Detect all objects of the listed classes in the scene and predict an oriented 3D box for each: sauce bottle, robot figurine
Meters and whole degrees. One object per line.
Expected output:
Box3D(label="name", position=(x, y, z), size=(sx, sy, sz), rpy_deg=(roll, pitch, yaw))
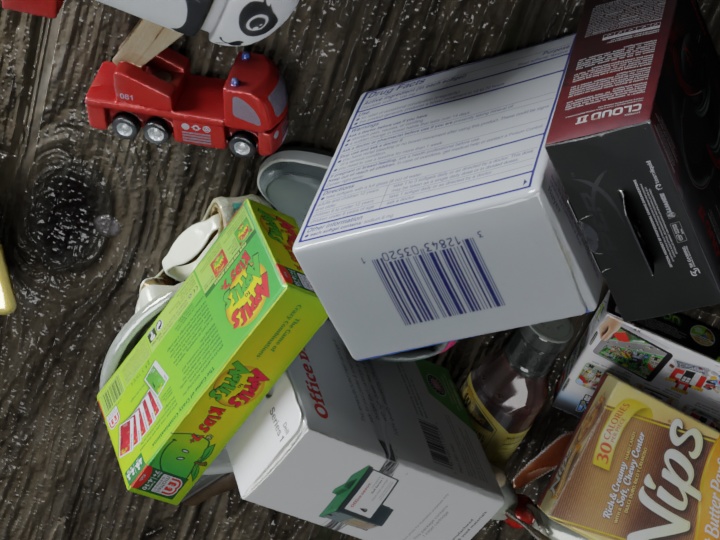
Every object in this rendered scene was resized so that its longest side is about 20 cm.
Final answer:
Box3D(label="sauce bottle", position=(0.106, 0.104, 1.635), size=(0.066, 0.066, 0.201), rpy_deg=(24, 129, -3))
Box3D(label="robot figurine", position=(-0.129, -0.224, 1.389), size=(0.199, 0.151, 0.125), rpy_deg=(20, 123, -9))

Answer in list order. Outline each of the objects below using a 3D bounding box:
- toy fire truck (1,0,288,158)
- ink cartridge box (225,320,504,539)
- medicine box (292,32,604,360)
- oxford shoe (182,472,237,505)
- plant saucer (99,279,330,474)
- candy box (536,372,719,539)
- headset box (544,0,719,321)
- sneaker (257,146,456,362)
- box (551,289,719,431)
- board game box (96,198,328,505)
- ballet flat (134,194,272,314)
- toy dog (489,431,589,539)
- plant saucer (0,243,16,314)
Box3D(label="toy fire truck", position=(-0.150, -0.158, 1.497), size=(0.199, 0.049, 0.142), rpy_deg=(10, 137, 10))
Box3D(label="ink cartridge box", position=(-0.008, 0.118, 1.551), size=(0.199, 0.146, 0.084), rpy_deg=(23, 119, -35))
Box3D(label="medicine box", position=(0.076, -0.052, 1.423), size=(0.181, 0.200, 0.103), rpy_deg=(-13, 122, 26))
Box3D(label="oxford shoe", position=(-0.078, 0.158, 1.730), size=(0.199, 0.073, 0.084), rpy_deg=(-29, 118, 34))
Box3D(label="plant saucer", position=(-0.105, 0.068, 1.606), size=(0.199, 0.050, 0.201), rpy_deg=(-10, 129, -12))
Box3D(label="candy box", position=(0.247, 0.174, 1.569), size=(0.199, 0.055, 0.116), rpy_deg=(28, 90, -7))
Box3D(label="headset box", position=(0.190, -0.076, 1.369), size=(0.075, 0.200, 0.149), rpy_deg=(-12, 123, 25))
Box3D(label="sneaker", position=(0.000, 0.000, 1.543), size=(0.199, 0.121, 0.084), rpy_deg=(31, 131, -8))
Box3D(label="box", position=(0.258, 0.097, 1.599), size=(0.199, 0.035, 0.110), rpy_deg=(24, 131, -3))
Box3D(label="board game box", position=(-0.106, 0.059, 1.497), size=(0.047, 0.102, 0.200), rpy_deg=(22, 117, -36))
Box3D(label="ballet flat", position=(-0.138, 0.007, 1.625), size=(0.062, 0.068, 0.200), rpy_deg=(5, 136, -41))
Box3D(label="toy dog", position=(0.170, 0.194, 1.625), size=(0.199, 0.133, 0.096), rpy_deg=(3, 160, -34))
Box3D(label="plant saucer", position=(-0.374, -0.061, 1.657), size=(0.199, 0.049, 0.201), rpy_deg=(4, 129, 15))
